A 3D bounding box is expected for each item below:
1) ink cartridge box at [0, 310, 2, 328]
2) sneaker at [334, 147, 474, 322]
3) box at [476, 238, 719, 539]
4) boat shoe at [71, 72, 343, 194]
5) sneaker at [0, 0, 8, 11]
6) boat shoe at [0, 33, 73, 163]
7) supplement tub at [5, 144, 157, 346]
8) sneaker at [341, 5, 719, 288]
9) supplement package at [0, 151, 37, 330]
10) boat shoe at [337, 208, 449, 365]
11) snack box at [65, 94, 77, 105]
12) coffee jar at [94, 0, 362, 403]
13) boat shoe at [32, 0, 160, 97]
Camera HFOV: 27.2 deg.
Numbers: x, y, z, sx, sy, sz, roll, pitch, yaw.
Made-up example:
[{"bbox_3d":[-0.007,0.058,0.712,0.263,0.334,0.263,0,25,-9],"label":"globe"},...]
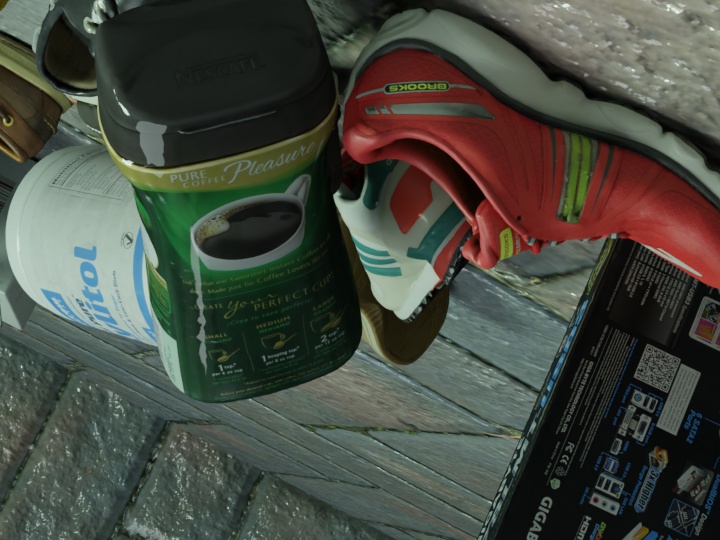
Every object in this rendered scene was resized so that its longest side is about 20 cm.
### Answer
[{"bbox_3d":[-0.358,-0.064,1.161,0.195,0.202,0.043,13,-159,41],"label":"ink cartridge box"},{"bbox_3d":[0.024,-0.033,0.837,0.093,0.070,0.200,44,169,2],"label":"sneaker"},{"bbox_3d":[0.179,0.096,0.714,0.197,0.201,0.050,25,167,0],"label":"box"},{"bbox_3d":[-0.088,-0.076,0.804,0.200,0.071,0.061,11,118,45],"label":"boat shoe"},{"bbox_3d":[-0.220,-0.179,0.712,0.082,0.078,0.200,19,175,10],"label":"sneaker"},{"bbox_3d":[-0.287,-0.138,0.978,0.199,0.068,0.072,27,167,-2],"label":"boat shoe"},{"bbox_3d":[-0.142,-0.016,1.033,0.199,0.133,0.132,10,159,47],"label":"supplement tub"},{"bbox_3d":[0.080,-0.034,0.654,0.199,0.085,0.077,27,167,-5],"label":"sneaker"},{"bbox_3d":[-0.336,-0.036,1.345,0.117,0.118,0.200,26,166,-3],"label":"supplement package"},{"bbox_3d":[0.000,0.000,0.984,0.069,0.074,0.200,32,170,31],"label":"boat shoe"},{"bbox_3d":[-0.100,-0.091,0.900,0.199,0.024,0.072,20,164,26],"label":"snack box"},{"bbox_3d":[-0.057,-0.034,0.680,0.201,0.103,0.086,85,167,-47],"label":"coffee jar"},{"bbox_3d":[-0.113,-0.125,0.718,0.074,0.061,0.200,34,164,-24],"label":"boat shoe"}]
